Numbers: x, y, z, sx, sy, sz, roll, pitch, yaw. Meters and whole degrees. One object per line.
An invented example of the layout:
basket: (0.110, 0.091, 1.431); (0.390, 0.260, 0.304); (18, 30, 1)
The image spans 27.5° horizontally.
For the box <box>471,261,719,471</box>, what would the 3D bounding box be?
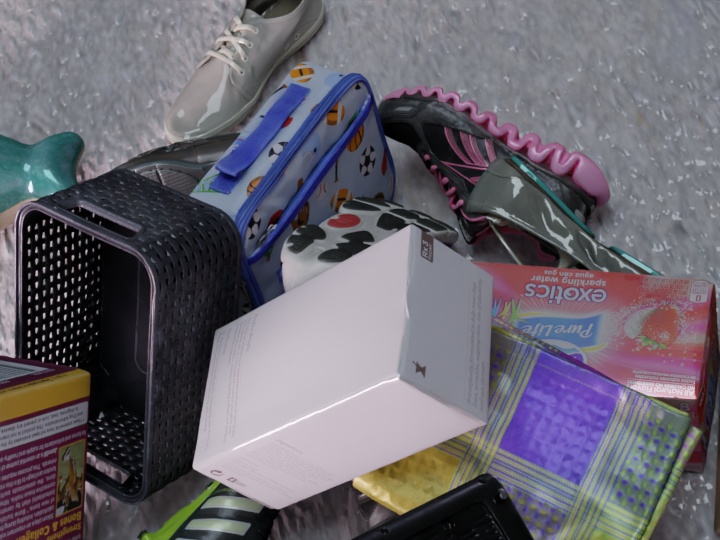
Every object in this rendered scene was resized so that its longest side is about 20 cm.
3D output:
box: (0.143, 0.064, 1.016); (0.198, 0.103, 0.095); (5, 56, 19)

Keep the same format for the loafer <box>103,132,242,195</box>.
loafer: (-0.128, -0.079, 1.233); (0.198, 0.073, 0.063); (-11, 32, 0)

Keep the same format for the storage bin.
storage bin: (-0.167, 0.045, 1.050); (0.134, 0.202, 0.093); (22, 31, 29)

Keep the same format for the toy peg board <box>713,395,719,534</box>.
toy peg board: (0.298, 0.045, 0.935); (0.097, 0.200, 0.202); (9, 57, 4)

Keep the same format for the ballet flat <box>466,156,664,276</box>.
ballet flat: (0.161, -0.002, 1.067); (0.199, 0.067, 0.064); (40, 91, 11)

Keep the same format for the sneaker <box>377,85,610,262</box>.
sneaker: (0.089, -0.072, 1.142); (0.199, 0.079, 0.096); (27, 81, 19)

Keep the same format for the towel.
towel: (0.098, 0.114, 0.937); (0.199, 0.023, 0.145); (27, 82, 24)

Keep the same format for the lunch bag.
lunch bag: (-0.053, -0.052, 1.117); (0.075, 0.161, 0.201); (19, 58, 26)

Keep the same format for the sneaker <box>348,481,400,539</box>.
sneaker: (0.078, 0.145, 0.995); (0.198, 0.071, 0.099); (-21, 54, 3)

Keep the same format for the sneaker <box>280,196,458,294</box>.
sneaker: (0.000, 0.000, 1.090); (0.080, 0.084, 0.199); (24, 26, 28)

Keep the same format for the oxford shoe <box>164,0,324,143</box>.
oxford shoe: (-0.108, -0.191, 1.305); (0.075, 0.058, 0.200); (30, 69, 29)

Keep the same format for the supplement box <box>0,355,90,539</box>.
supplement box: (-0.260, 0.167, 0.986); (0.102, 0.131, 0.203); (7, 96, 21)

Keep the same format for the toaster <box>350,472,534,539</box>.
toaster: (0.032, 0.243, 0.836); (0.199, 0.119, 0.182); (-21, 70, -32)

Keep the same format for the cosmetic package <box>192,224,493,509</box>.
cosmetic package: (-0.012, 0.066, 0.942); (0.199, 0.081, 0.114); (-25, 45, 40)

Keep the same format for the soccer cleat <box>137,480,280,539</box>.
soccer cleat: (-0.090, 0.184, 1.031); (0.199, 0.068, 0.081); (-39, 77, -18)

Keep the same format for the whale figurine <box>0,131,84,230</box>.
whale figurine: (-0.340, -0.084, 1.267); (0.198, 0.104, 0.160); (-8, 53, 11)
